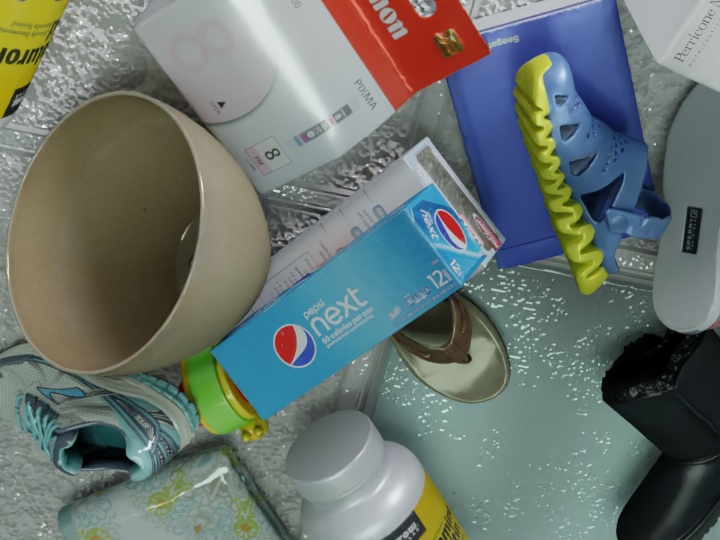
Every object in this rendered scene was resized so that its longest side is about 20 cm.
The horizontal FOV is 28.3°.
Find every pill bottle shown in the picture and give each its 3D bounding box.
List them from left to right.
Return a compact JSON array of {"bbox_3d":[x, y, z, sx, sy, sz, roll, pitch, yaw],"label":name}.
[{"bbox_3d":[-0.272,-0.163,0.978,0.111,0.112,0.200,25,119,-16],"label":"pill bottle"},{"bbox_3d":[0.019,0.218,1.213,0.112,0.112,0.200,-24,120,13],"label":"pill bottle"}]

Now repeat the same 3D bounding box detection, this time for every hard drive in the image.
[{"bbox_3d":[0.144,-0.103,1.077,0.131,0.025,0.201,-14,121,8],"label":"hard drive"}]

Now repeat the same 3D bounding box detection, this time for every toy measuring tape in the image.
[{"bbox_3d":[-0.131,0.070,1.151,0.073,0.074,0.200,-25,120,14],"label":"toy measuring tape"}]

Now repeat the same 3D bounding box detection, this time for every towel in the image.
[{"bbox_3d":[-0.150,0.256,1.282,0.170,0.048,0.200,-24,120,9],"label":"towel"}]

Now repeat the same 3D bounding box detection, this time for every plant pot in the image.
[{"bbox_3d":[-0.142,-0.016,1.046,0.200,0.201,0.134,-44,147,23],"label":"plant pot"}]

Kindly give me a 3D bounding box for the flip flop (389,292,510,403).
[{"bbox_3d":[0.053,0.034,1.139,0.081,0.058,0.200,-27,116,10],"label":"flip flop"}]

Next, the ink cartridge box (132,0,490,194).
[{"bbox_3d":[-0.034,-0.161,1.008,0.199,0.057,0.163,-22,120,27],"label":"ink cartridge box"}]

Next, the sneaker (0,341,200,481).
[{"bbox_3d":[-0.233,0.116,1.142,0.199,0.086,0.078,8,127,22],"label":"sneaker"}]

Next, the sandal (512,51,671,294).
[{"bbox_3d":[0.169,-0.078,1.039,0.087,0.080,0.200,-21,129,7],"label":"sandal"}]

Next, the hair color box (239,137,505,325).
[{"bbox_3d":[0.000,0.000,1.081,0.200,0.061,0.099,-36,94,30],"label":"hair color box"}]

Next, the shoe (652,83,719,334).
[{"bbox_3d":[0.279,-0.052,1.093,0.091,0.071,0.201,-3,104,-50],"label":"shoe"}]

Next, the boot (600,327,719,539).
[{"bbox_3d":[0.252,0.142,1.201,0.168,0.077,0.200,39,107,-26],"label":"boot"}]

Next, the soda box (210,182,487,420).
[{"bbox_3d":[-0.010,0.024,1.024,0.200,0.064,0.068,-36,94,29],"label":"soda box"}]

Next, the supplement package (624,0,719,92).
[{"bbox_3d":[0.312,-0.206,0.947,0.199,0.147,0.192,20,119,-15],"label":"supplement package"}]
